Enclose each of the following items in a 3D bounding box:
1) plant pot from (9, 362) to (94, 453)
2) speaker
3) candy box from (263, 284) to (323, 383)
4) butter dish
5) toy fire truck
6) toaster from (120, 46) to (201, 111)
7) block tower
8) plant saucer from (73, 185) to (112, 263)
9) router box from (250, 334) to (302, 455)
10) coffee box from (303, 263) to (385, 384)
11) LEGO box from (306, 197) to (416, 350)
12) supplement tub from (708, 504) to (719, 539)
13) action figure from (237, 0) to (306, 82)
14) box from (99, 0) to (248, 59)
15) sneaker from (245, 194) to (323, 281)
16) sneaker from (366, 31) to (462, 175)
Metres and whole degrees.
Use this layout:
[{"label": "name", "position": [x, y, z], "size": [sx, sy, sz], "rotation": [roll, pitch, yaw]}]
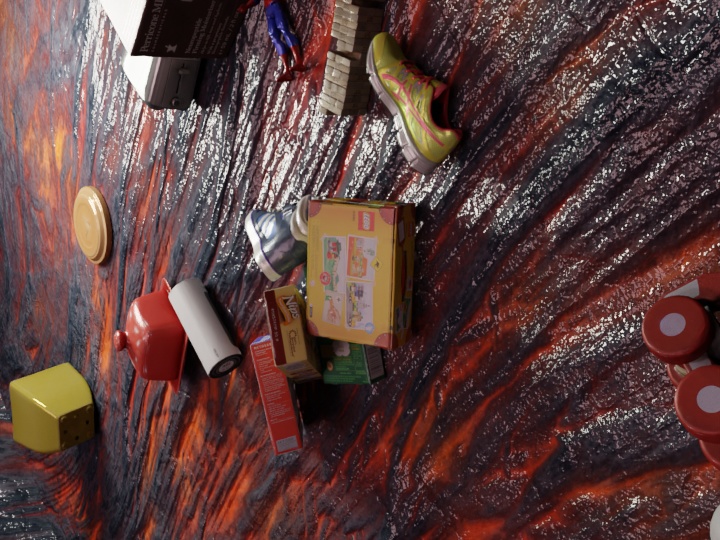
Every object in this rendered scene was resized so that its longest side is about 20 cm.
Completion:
[{"label": "plant pot", "position": [-0.885, 0.420, 2.106], "size": [0.196, 0.192, 0.202], "rotation": [18, 113, 33]}, {"label": "speaker", "position": [-0.322, 0.116, 1.479], "size": [0.202, 0.080, 0.082], "rotation": [56, 134, 23]}, {"label": "candy box", "position": [-0.104, 0.108, 1.156], "size": [0.201, 0.054, 0.119], "rotation": [77, -178, -73]}, {"label": "butter dish", "position": [-0.472, 0.149, 1.587], "size": [0.201, 0.144, 0.204], "rotation": [50, 132, 43]}, {"label": "toy fire truck", "position": [0.372, 0.083, 0.671], "size": [0.165, 0.112, 0.204], "rotation": [-30, 44, 22]}, {"label": "toaster", "position": [-0.394, -0.419, 1.410], "size": [0.201, 0.112, 0.131], "rotation": [52, 129, 28]}, {"label": "block tower", "position": [-0.011, -0.325, 1.048], "size": [0.057, 0.053, 0.205], "rotation": [33, 123, 38]}, {"label": "plant saucer", "position": [-0.713, -0.119, 1.893], "size": [0.197, 0.032, 0.207], "rotation": [15, 111, 46]}, {"label": "router box", "position": [-0.142, 0.206, 1.246], "size": [0.200, 0.047, 0.185], "rotation": [151, 105, -85]}, {"label": "coffee box", "position": [-0.026, 0.082, 1.170], "size": [0.121, 0.043, 0.206], "rotation": [-9, 93, 48]}, {"label": "LEGO box", "position": [0.000, 0.000, 1.057], "size": [0.145, 0.077, 0.207], "rotation": [7, 101, 27]}, {"label": "supplement tub", "position": [0.400, 0.305, 0.679], "size": [0.138, 0.138, 0.207], "rotation": [15, 110, 44]}, {"label": "action figure", "position": [-0.157, -0.416, 1.162], "size": [0.064, 0.097, 0.206], "rotation": [-18, 83, 46]}, {"label": "box", "position": [-0.323, -0.490, 1.247], "size": [0.166, 0.197, 0.167], "rotation": [57, 135, 20]}, {"label": "sneaker", "position": [-0.118, -0.080, 1.225], "size": [0.145, 0.081, 0.201], "rotation": [-39, 32, 10]}, {"label": "sneaker", "position": [0.079, -0.239, 0.964], "size": [0.089, 0.077, 0.204], "rotation": [-30, 83, 38]}]
